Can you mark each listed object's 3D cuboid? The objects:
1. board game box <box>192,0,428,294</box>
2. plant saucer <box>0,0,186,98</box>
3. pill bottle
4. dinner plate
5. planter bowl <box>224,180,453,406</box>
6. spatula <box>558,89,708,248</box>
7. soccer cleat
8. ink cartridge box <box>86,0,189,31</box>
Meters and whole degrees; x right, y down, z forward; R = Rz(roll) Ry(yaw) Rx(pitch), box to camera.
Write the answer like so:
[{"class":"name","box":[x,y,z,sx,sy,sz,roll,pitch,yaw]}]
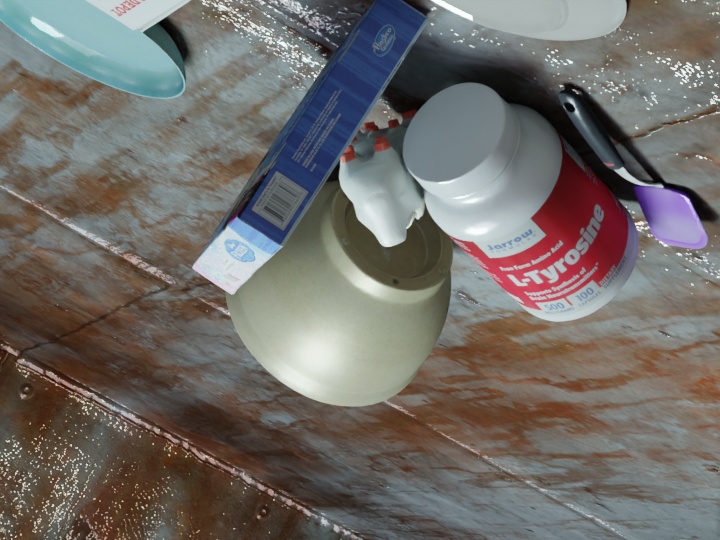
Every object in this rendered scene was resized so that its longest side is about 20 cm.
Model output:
[{"class":"board game box","box":[-0.040,-0.089,1.601,0.043,0.200,0.199,34,164,-4]},{"class":"plant saucer","box":[-0.232,-0.209,1.852,0.200,0.027,0.200,24,166,7]},{"class":"pill bottle","box":[0.118,-0.053,1.634,0.112,0.112,0.200,13,160,41]},{"class":"dinner plate","box":[0.075,-0.196,1.400,0.200,0.024,0.200,23,164,7]},{"class":"planter bowl","box":[0.000,0.000,1.910,0.200,0.200,0.135,29,138,-12]},{"class":"spatula","box":[0.198,-0.074,1.608,0.056,0.021,0.200,14,160,43]},{"class":"soccer cleat","box":[0.020,-0.071,1.663,0.069,0.078,0.200,-15,-168,11]},{"class":"ink cartridge box","box":[-0.200,-0.261,1.512,0.200,0.084,0.146,31,164,-19]}]
